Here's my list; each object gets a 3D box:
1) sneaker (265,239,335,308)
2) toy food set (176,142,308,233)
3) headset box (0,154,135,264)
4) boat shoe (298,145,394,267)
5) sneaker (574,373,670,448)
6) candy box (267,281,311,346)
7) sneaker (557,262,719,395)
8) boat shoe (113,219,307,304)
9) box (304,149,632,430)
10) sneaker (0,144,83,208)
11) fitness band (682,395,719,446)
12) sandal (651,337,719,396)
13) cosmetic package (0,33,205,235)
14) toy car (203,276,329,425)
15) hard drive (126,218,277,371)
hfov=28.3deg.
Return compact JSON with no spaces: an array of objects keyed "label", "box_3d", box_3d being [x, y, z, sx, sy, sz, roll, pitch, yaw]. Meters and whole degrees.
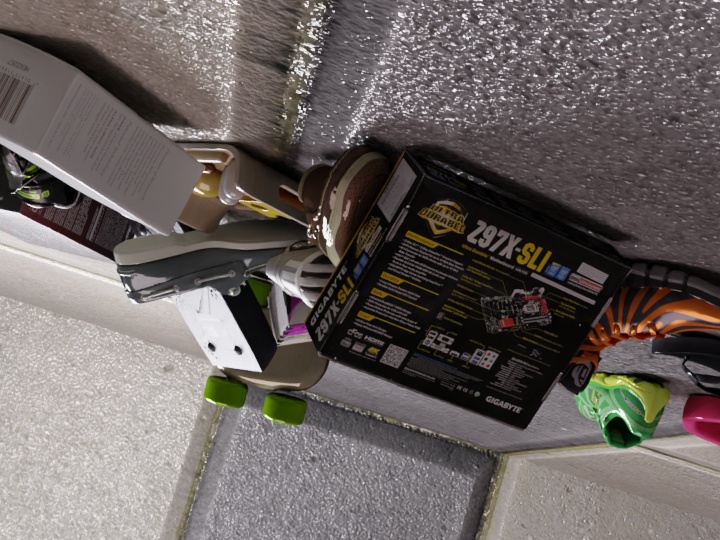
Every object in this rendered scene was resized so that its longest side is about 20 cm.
[{"label":"sneaker","box_3d":[0.000,0.000,1.312,0.199,0.076,0.115,7,-175,-40]},{"label":"toy food set","box_3d":[-0.120,-0.058,1.267,0.199,0.061,0.143,8,166,45]},{"label":"headset box","box_3d":[-0.347,-0.079,1.495,0.148,0.075,0.200,12,169,30]},{"label":"boat shoe","box_3d":[-0.020,-0.050,1.118,0.075,0.075,0.202,38,163,12]},{"label":"sneaker","box_3d":[0.306,0.172,1.739,0.074,0.084,0.200,18,171,-9]},{"label":"candy box","box_3d":[-0.019,0.031,1.444,0.135,0.061,0.200,-8,174,-7]},{"label":"sneaker","box_3d":[0.209,0.052,1.162,0.199,0.113,0.077,11,169,33]},{"label":"boat shoe","box_3d":[-0.138,-0.007,1.395,0.199,0.062,0.073,-7,-161,-3]},{"label":"box","box_3d":[0.081,0.020,1.076,0.199,0.160,0.049,21,-161,-26]},{"label":"sneaker","box_3d":[-0.270,-0.098,1.214,0.070,0.083,0.200,1,170,8]},{"label":"fitness band","box_3d":[0.461,0.193,1.732,0.143,0.038,0.200,14,169,17]},{"label":"sandal","box_3d":[0.374,0.105,1.376,0.199,0.043,0.076,19,170,-9]},{"label":"cosmetic package","box_3d":[-0.216,-0.103,1.113,0.101,0.074,0.200,26,176,26]},{"label":"toy car","box_3d":[-0.102,0.101,1.883,0.157,0.165,0.200,15,-178,12]},{"label":"hard drive","box_3d":[-0.165,0.011,1.498,0.135,0.042,0.201,0,122,59]}]
